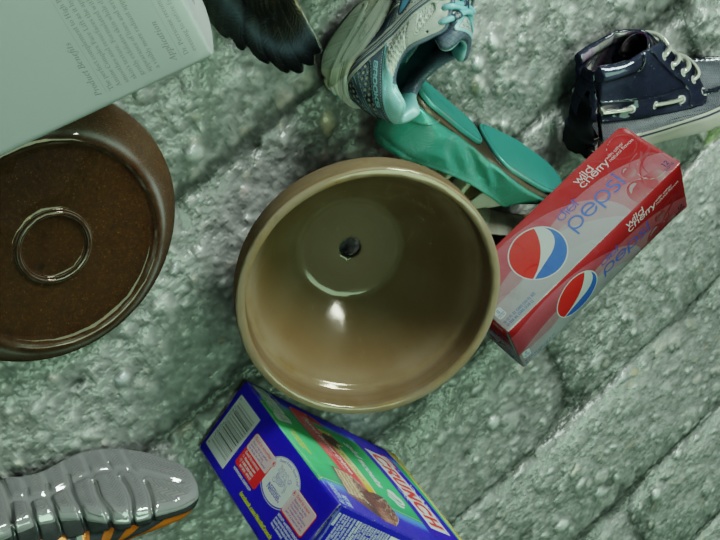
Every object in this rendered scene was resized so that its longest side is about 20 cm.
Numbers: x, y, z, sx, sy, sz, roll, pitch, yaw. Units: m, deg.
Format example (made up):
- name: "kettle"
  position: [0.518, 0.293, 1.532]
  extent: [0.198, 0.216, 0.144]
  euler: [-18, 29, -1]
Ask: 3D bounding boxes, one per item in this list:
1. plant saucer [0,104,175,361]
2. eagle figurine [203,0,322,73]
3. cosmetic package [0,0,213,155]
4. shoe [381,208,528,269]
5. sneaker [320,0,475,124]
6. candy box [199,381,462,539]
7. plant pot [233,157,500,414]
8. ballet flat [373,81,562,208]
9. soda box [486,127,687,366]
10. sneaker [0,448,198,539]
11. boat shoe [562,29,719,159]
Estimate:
- name: "plant saucer"
  position: [-0.212, -0.021, 0.808]
  extent: [0.198, 0.034, 0.202]
  euler: [-17, 124, -27]
- name: "eagle figurine"
  position: [-0.057, -0.232, 0.744]
  extent: [0.200, 0.150, 0.153]
  euler: [36, 61, -62]
- name: "cosmetic package"
  position: [-0.195, -0.138, 0.691]
  extent: [0.198, 0.074, 0.102]
  euler: [-22, 129, 4]
- name: "shoe"
  position: [0.102, -0.020, 1.011]
  extent: [0.198, 0.053, 0.071]
  euler: [-2, 115, -34]
- name: "sneaker"
  position: [0.059, -0.194, 0.856]
  extent: [0.077, 0.086, 0.201]
  euler: [14, 111, -53]
- name: "candy box"
  position: [-0.012, 0.196, 0.973]
  extent: [0.077, 0.169, 0.199]
  euler: [-51, 132, 5]
- name: "plant pot"
  position: [0.000, 0.000, 0.908]
  extent: [0.198, 0.093, 0.203]
  euler: [-4, 117, -9]
- name: "ballet flat"
  position: [0.083, -0.089, 0.964]
  extent: [0.199, 0.068, 0.070]
  euler: [26, 123, -40]
- name: "soda box"
  position: [0.174, -0.021, 0.975]
  extent: [0.200, 0.070, 0.064]
  euler: [-44, 144, -8]
- name: "sneaker"
  position: [-0.222, 0.206, 0.905]
  extent: [0.198, 0.078, 0.113]
  euler: [-6, 122, -20]
- name: "boat shoe"
  position: [0.266, -0.168, 1.029]
  extent: [0.198, 0.075, 0.094]
  euler: [-24, 133, -22]
